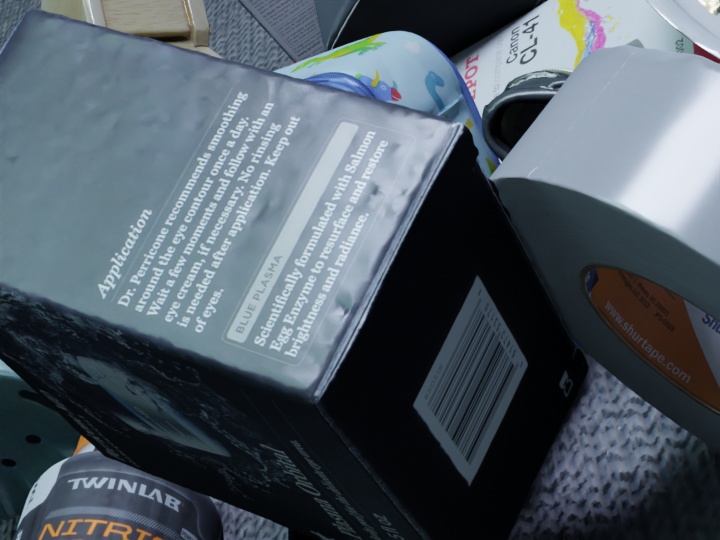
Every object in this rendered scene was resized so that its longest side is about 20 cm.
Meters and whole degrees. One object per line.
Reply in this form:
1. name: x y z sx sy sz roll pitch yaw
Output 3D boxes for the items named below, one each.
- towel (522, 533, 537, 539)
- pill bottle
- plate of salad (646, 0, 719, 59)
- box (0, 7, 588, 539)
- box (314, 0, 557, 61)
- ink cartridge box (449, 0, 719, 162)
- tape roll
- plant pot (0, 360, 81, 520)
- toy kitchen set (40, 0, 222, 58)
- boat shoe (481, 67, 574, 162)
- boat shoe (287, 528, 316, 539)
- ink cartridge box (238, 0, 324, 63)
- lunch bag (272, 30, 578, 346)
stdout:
1. towel: 0.040 0.212 0.774 0.152 0.023 0.200 -39 30 14
2. pill bottle: -0.128 0.163 0.969 0.106 0.106 0.200 -27 33 30
3. plate of salad: 0.211 -0.138 0.857 0.200 0.199 0.048 -83 5 -49
4. box: -0.040 0.016 0.761 0.200 0.197 0.118 18 69 29
5. box: 0.038 -0.215 1.065 0.079 0.141 0.201 129 137 -52
6. ink cartridge box: 0.139 -0.083 0.963 0.200 0.086 0.148 -27 34 26
7. tape roll: 0.142 0.007 0.718 0.066 0.200 0.200 -51 29 -13
8. plant pot: -0.205 0.031 1.177 0.200 0.200 0.197 -27 42 30
9. toy kitchen set: -0.139 -0.157 1.081 0.200 0.163 0.181 42 129 48
10. boat shoe: 0.139 -0.040 0.838 0.199 0.066 0.075 29 107 26
11. boat shoe: -0.017 0.160 0.817 0.084 0.069 0.200 -36 31 20
12. ink cartridge box: -0.012 -0.207 1.203 0.136 0.200 0.076 -31 31 24
13. lunch bag: 0.000 0.000 0.916 0.160 0.200 0.082 -13 18 43
